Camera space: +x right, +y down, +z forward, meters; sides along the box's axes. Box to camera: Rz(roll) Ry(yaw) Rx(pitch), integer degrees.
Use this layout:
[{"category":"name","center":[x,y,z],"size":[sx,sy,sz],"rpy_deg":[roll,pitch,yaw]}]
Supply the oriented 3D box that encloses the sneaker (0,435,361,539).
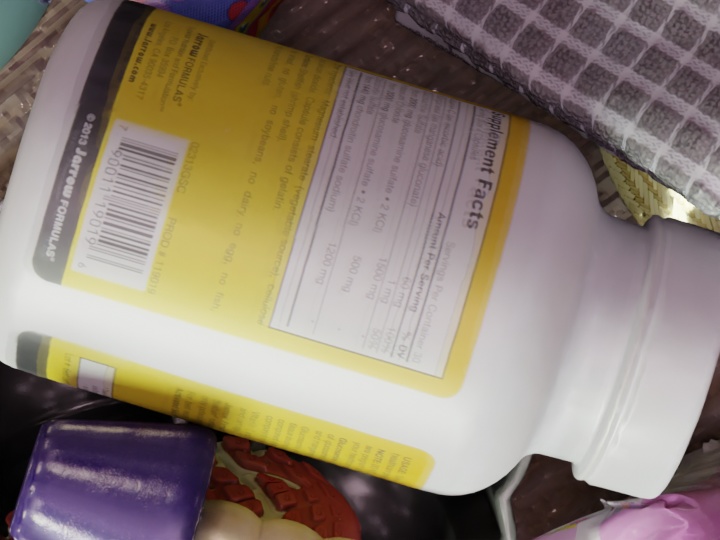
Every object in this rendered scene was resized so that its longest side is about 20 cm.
[{"category":"sneaker","center":[-0.091,0.118,0.771],"size":[0.200,0.078,0.082],"rpy_deg":[-25,124,6]}]

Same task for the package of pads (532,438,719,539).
[{"category":"package of pads","center":[0.129,0.157,0.790],"size":[0.076,0.120,0.200],"rpy_deg":[-21,88,32]}]

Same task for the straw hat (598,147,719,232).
[{"category":"straw hat","center":[0.162,-0.068,0.779],"size":[0.201,0.085,0.201],"rpy_deg":[0,102,2]}]

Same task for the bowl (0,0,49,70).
[{"category":"bowl","center":[-0.193,-0.127,0.772],"size":[0.201,0.105,0.201],"rpy_deg":[0,103,1]}]

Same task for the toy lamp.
[{"category":"toy lamp","center":[0.000,0.088,0.699],"size":[0.200,0.058,0.058],"rpy_deg":[19,103,-8]}]

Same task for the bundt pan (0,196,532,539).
[{"category":"bundt pan","center":[-0.042,0.042,0.818],"size":[0.202,0.076,0.202],"rpy_deg":[1,103,3]}]

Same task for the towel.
[{"category":"towel","center":[0.097,-0.113,0.721],"size":[0.200,0.086,0.166],"rpy_deg":[36,100,33]}]

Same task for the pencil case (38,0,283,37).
[{"category":"pencil case","center":[-0.026,-0.159,0.771],"size":[0.087,0.078,0.200],"rpy_deg":[39,104,21]}]

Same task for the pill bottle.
[{"category":"pill bottle","center":[0.000,0.000,0.711],"size":[0.200,0.112,0.112],"rpy_deg":[17,103,-2]}]
